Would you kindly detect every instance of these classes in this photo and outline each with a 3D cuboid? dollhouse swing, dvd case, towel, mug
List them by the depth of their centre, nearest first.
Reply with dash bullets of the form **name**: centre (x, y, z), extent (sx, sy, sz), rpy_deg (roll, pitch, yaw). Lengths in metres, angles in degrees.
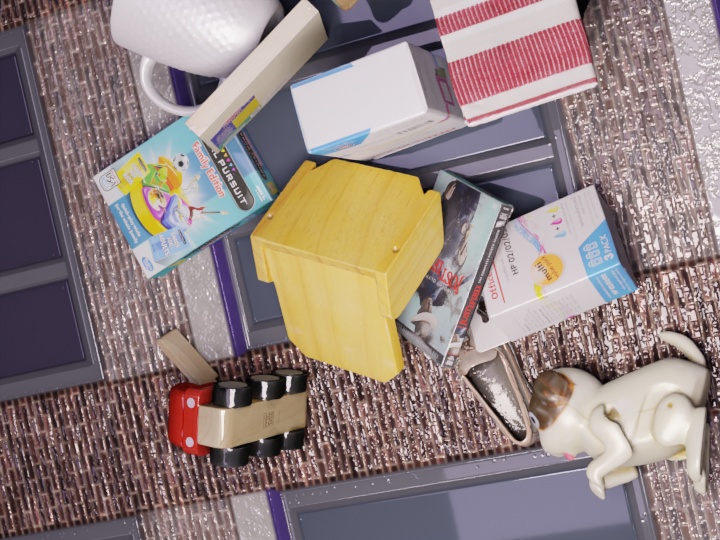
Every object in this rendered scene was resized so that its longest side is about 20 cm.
- **towel**: centre (0.150, -0.259, 1.350), extent (0.144, 0.023, 0.200), rpy_deg (-17, 76, 15)
- **dvd case**: centre (0.101, -0.004, 1.537), extent (0.146, 0.022, 0.200), rpy_deg (38, 113, 57)
- **dollhouse swing**: centre (0.000, 0.000, 1.581), extent (0.200, 0.176, 0.182), rpy_deg (15, 58, 34)
- **mug**: centre (-0.198, -0.285, 1.591), extent (0.175, 0.148, 0.200), rpy_deg (23, 101, 7)

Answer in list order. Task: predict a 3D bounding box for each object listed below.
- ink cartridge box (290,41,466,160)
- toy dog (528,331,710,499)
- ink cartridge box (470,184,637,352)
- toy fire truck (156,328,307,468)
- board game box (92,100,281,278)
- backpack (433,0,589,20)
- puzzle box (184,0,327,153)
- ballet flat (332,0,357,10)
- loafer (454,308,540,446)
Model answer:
- **ink cartridge box**: centre (0.027, -0.187, 1.501), extent (0.144, 0.200, 0.085), rpy_deg (-18, 85, 18)
- **toy dog**: centre (0.288, 0.161, 1.482), extent (0.200, 0.140, 0.194), rpy_deg (1, 82, 18)
- **ink cartridge box**: centre (0.199, 0.001, 1.504), extent (0.200, 0.068, 0.115), rpy_deg (-24, 52, 17)
- **toy fire truck**: centre (-0.184, 0.151, 1.620), extent (0.200, 0.176, 0.129), rpy_deg (6, 98, 32)
- **board game box**: centre (-0.219, -0.104, 1.665), extent (0.200, 0.047, 0.151), rpy_deg (-31, 85, 18)
- **backpack**: centre (0.184, -0.320, 1.456), extent (0.154, 0.200, 0.191), rpy_deg (26, 99, 27)
- **puzzle box**: centre (-0.120, -0.225, 1.552), extent (0.025, 0.133, 0.200), rpy_deg (44, 89, 4)
- **ballet flat**: centre (0.044, -0.366, 1.538), extent (0.200, 0.068, 0.072), rpy_deg (-35, 128, -12)
- **loafer**: centre (0.152, 0.119, 1.557), extent (0.072, 0.063, 0.200), rpy_deg (-36, 84, 17)
